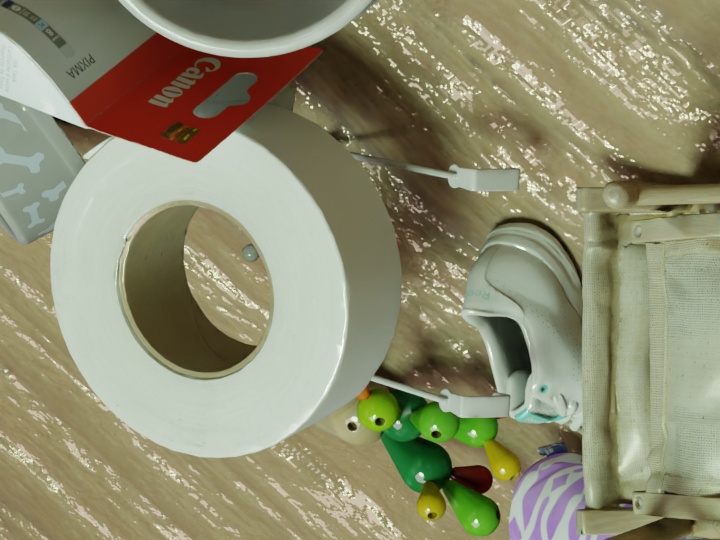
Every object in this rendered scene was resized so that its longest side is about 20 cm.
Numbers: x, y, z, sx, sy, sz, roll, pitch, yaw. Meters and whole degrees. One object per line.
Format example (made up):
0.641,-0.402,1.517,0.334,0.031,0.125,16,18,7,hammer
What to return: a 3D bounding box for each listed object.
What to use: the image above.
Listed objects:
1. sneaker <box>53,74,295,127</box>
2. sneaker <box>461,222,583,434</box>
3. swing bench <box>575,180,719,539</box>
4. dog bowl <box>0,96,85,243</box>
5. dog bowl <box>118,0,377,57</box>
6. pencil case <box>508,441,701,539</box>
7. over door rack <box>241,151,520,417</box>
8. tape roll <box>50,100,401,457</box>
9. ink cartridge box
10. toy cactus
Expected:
-0.136,-0.117,1.683,0.200,0.075,0.100,11,159,26,sneaker
0.124,0.070,1.706,0.075,0.089,0.200,-19,119,45,sneaker
0.184,0.051,1.509,0.130,0.199,0.200,0,180,1,swing bench
-0.241,-0.101,1.728,0.200,0.059,0.200,49,172,9,dog bowl
-0.061,-0.204,1.484,0.200,0.059,0.200,1,112,3,dog bowl
0.175,0.174,1.731,0.200,0.085,0.084,25,113,55,pencil case
0.000,0.000,1.660,0.200,0.067,0.148,11,102,44,over door rack
-0.079,0.003,1.626,0.202,0.071,0.203,8,106,28,tape roll
-0.141,-0.142,1.599,0.200,0.160,0.047,21,126,18,ink cartridge box
0.020,0.083,1.814,0.200,0.102,0.165,45,160,-19,toy cactus
